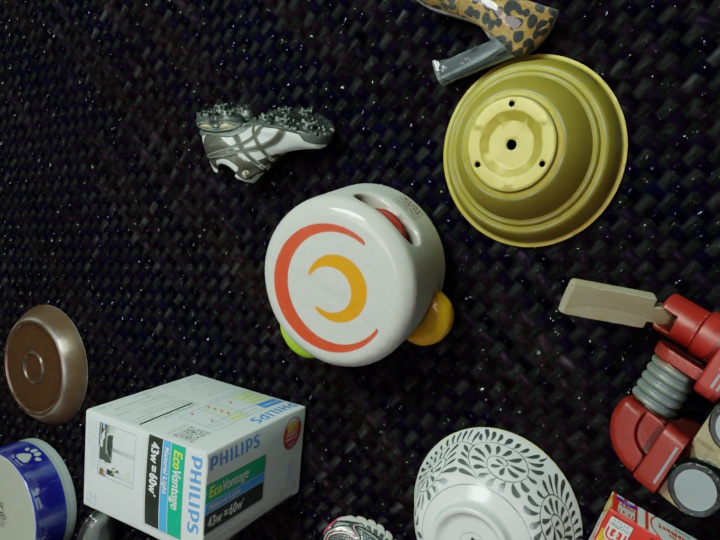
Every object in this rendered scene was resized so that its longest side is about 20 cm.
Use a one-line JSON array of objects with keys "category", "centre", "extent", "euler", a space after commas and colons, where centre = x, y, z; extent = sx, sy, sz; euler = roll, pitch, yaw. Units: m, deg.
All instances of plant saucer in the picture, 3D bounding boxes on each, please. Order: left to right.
[{"category": "plant saucer", "centre": [-0.534, 0.160, 1.108], "extent": [0.197, 0.034, 0.205], "euler": [2, 95, 28]}]

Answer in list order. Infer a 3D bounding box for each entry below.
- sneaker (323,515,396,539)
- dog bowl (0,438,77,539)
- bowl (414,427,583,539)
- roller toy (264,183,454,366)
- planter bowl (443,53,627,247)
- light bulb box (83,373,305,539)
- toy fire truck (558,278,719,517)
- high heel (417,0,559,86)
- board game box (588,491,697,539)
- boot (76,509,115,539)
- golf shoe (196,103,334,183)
[{"category": "sneaker", "centre": [0.028, 0.380, 0.790], "extent": [0.200, 0.074, 0.081], "euler": [42, 111, 20]}, {"category": "dog bowl", "centre": [-0.575, 0.394, 1.120], "extent": [0.197, 0.078, 0.205], "euler": [2, 95, 28]}, {"category": "bowl", "centre": [0.131, 0.282, 0.716], "extent": [0.197, 0.094, 0.205], "euler": [2, 94, 29]}, {"category": "roller toy", "centre": [0.000, 0.000, 0.743], "extent": [0.196, 0.139, 0.186], "euler": [-2, 103, 26]}, {"category": "planter bowl", "centre": [0.163, -0.124, 0.676], "extent": [0.197, 0.083, 0.205], "euler": [3, 95, 28]}, {"category": "light bulb box", "centre": [-0.205, 0.231, 0.838], "extent": [0.197, 0.197, 0.128], "euler": [10, 100, 29]}, {"category": "toy fire truck", "centre": [0.278, 0.100, 0.617], "extent": [0.199, 0.128, 0.178], "euler": [38, 111, 34]}, {"category": "high heel", "centre": [0.119, -0.313, 0.690], "extent": [0.141, 0.071, 0.203], "euler": [-15, 100, 33]}, {"category": "board game box", "centre": [0.279, 0.351, 0.661], "extent": [0.150, 0.046, 0.203], "euler": [26, 106, 20]}, {"category": "boot", "centre": [-0.373, 0.472, 1.030], "extent": [0.130, 0.070, 0.204], "euler": [19, 113, 23]}, {"category": "golf shoe", "centre": [-0.117, -0.158, 0.844], "extent": [0.197, 0.078, 0.096], "euler": [11, 116, 29]}]
